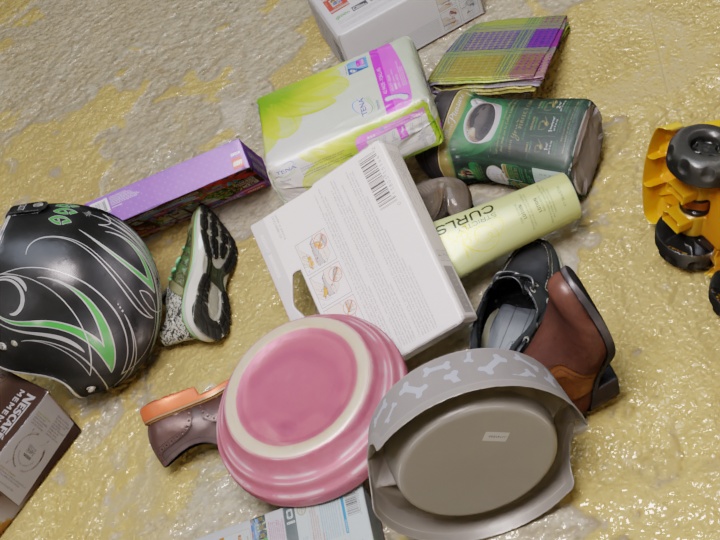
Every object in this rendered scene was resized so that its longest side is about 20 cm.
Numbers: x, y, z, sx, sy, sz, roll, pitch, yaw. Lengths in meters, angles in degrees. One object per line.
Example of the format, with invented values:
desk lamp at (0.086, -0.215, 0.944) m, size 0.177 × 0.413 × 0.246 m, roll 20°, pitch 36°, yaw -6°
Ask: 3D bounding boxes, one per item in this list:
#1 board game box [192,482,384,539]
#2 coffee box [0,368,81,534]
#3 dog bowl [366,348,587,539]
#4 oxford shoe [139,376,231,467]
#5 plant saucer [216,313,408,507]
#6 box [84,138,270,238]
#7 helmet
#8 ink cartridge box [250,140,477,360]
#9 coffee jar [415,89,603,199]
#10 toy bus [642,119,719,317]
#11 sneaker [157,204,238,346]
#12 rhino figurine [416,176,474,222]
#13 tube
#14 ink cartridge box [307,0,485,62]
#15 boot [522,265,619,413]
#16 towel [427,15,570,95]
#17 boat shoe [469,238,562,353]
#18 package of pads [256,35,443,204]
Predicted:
board game box at (-0.070, 0.295, 1.051) m, size 0.197 × 0.065 × 0.149 m, roll -19°, pitch 45°, yaw 6°
coffee box at (-0.410, 0.212, 1.260) m, size 0.113 × 0.080 × 0.201 m, roll 18°, pitch 61°, yaw 34°
dog bowl at (0.095, 0.148, 1.008) m, size 0.197 × 0.201 × 0.059 m, roll -21°, pitch 43°, yaw 5°
oxford shoe at (-0.124, 0.145, 1.217) m, size 0.197 × 0.071 × 0.074 m, roll -19°, pitch 80°, yaw -2°
plant saucer at (-0.052, 0.120, 1.111) m, size 0.197 × 0.051 × 0.203 m, roll -13°, pitch 50°, yaw 16°
box at (-0.212, -0.091, 1.401) m, size 0.197 × 0.137 × 0.040 m, roll -22°, pitch 84°, yaw 5°
helmet at (-0.308, 0.031, 1.282) m, size 0.188 × 0.201 × 0.202 m, roll 18°, pitch 51°, yaw -9°
ink cartridge box at (0.000, 0.000, 1.196) m, size 0.175 × 0.045 × 0.203 m, roll -30°, pitch 76°, yaw 23°
coffee jar at (0.162, -0.142, 1.306) m, size 0.197 × 0.085 × 0.106 m, roll 10°, pitch 69°, yaw 30°
toy bus at (0.394, -0.063, 1.124) m, size 0.189 × 0.137 × 0.201 m, roll -19°, pitch 46°, yaw -15°
sneaker at (-0.199, 0.005, 1.358) m, size 0.087 × 0.077 × 0.202 m, roll -21°, pitch 41°, yaw 22°
rhino figurine at (0.036, -0.048, 1.256) m, size 0.196 × 0.060 × 0.089 m, roll -11°, pitch 71°, yaw -8°
tube at (0.128, -0.037, 1.205) m, size 0.197 × 0.052 × 0.058 m, roll -23°, pitch 36°, yaw -1°
ink cartridge box at (0.036, -0.367, 1.560) m, size 0.198 × 0.084 × 0.177 m, roll -28°, pitch 46°, yaw -2°
boot at (0.125, 0.095, 1.050) m, size 0.197 × 0.189 × 0.069 m, roll -24°, pitch 56°, yaw 0°
towel at (0.167, -0.257, 1.412) m, size 0.141 × 0.023 × 0.201 m, roll 0°, pitch 32°, yaw 22°
boat shoe at (0.151, 0.036, 1.173) m, size 0.073 × 0.067 × 0.201 m, roll 10°, pitch 56°, yaw 31°
package of pads at (-0.014, -0.166, 1.311) m, size 0.197 × 0.069 × 0.156 m, roll -22°, pitch 39°, yaw 8°
